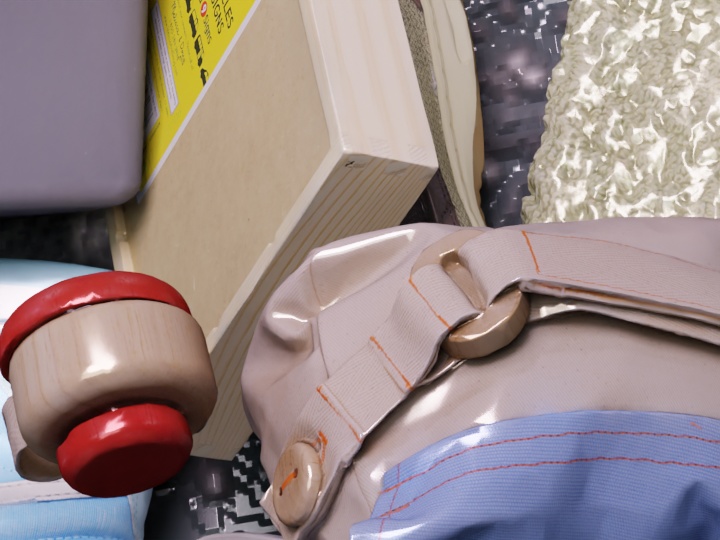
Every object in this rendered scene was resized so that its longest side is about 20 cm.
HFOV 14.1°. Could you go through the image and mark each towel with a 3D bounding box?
[{"bbox_3d":[0.121,-0.051,0.801,0.147,0.036,0.201,9,76,17],"label":"towel"}]

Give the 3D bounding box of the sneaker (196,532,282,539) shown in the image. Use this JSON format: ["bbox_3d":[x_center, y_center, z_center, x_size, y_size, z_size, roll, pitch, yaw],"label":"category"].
[{"bbox_3d":[0.008,0.128,0.733,0.200,0.116,0.074,40,88,22],"label":"sneaker"}]

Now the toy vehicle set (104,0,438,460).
[{"bbox_3d":[-0.037,-0.067,0.780,0.026,0.124,0.201,8,50,-27],"label":"toy vehicle set"}]

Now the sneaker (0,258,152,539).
[{"bbox_3d":[-0.150,0.065,0.801,0.198,0.080,0.131,0,74,6],"label":"sneaker"}]

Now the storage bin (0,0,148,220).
[{"bbox_3d":[-0.140,-0.080,0.763,0.199,0.145,0.135,-4,90,-28],"label":"storage bin"}]

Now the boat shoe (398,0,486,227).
[{"bbox_3d":[0.001,-0.001,0.789,0.072,0.066,0.202,-29,59,40],"label":"boat shoe"}]

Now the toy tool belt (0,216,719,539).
[{"bbox_3d":[0.024,0.057,0.668,0.199,0.125,0.124,-3,58,-21],"label":"toy tool belt"}]
